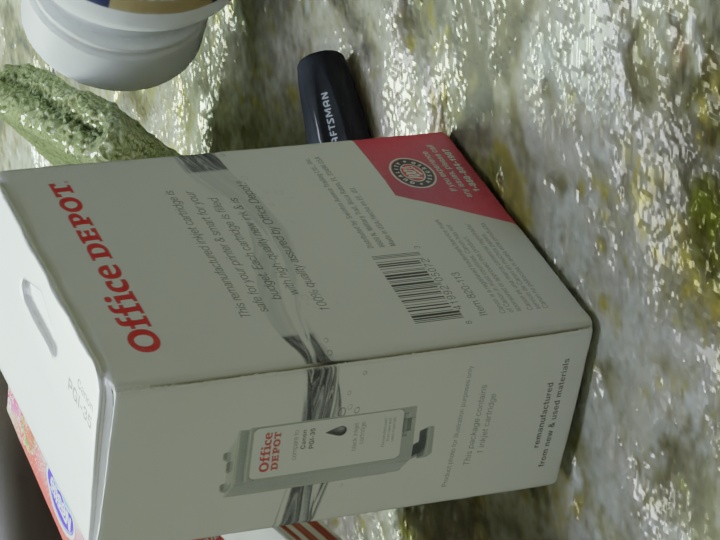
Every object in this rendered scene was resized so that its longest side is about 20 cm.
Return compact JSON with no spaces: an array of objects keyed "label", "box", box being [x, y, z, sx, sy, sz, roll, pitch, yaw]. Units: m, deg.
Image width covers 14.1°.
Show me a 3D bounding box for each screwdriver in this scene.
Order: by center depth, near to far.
[{"label":"screwdriver","box":[0.000,0.000,1.259,0.028,0.029,0.202,138,126,-64]}]

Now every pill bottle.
[{"label":"pill bottle","box":[-0.098,-0.180,1.321,0.201,0.119,0.120,109,145,-50]}]

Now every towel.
[{"label":"towel","box":[-0.104,-0.042,1.397,0.037,0.148,0.200,-52,25,-5]}]

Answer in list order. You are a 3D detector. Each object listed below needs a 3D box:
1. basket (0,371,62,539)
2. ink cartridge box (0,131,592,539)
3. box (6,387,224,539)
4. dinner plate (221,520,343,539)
[{"label":"basket","box":[-0.172,0.153,1.620,0.180,0.135,0.202,159,105,-73]},{"label":"ink cartridge box","box":[-0.033,0.022,1.127,0.147,0.199,0.083,-124,36,-47]},{"label":"box","box":[-0.107,0.092,1.476,0.200,0.094,0.103,-120,30,-42]},{"label":"dinner plate","box":[-0.026,0.116,1.206,0.200,0.024,0.200,42,179,1]}]
